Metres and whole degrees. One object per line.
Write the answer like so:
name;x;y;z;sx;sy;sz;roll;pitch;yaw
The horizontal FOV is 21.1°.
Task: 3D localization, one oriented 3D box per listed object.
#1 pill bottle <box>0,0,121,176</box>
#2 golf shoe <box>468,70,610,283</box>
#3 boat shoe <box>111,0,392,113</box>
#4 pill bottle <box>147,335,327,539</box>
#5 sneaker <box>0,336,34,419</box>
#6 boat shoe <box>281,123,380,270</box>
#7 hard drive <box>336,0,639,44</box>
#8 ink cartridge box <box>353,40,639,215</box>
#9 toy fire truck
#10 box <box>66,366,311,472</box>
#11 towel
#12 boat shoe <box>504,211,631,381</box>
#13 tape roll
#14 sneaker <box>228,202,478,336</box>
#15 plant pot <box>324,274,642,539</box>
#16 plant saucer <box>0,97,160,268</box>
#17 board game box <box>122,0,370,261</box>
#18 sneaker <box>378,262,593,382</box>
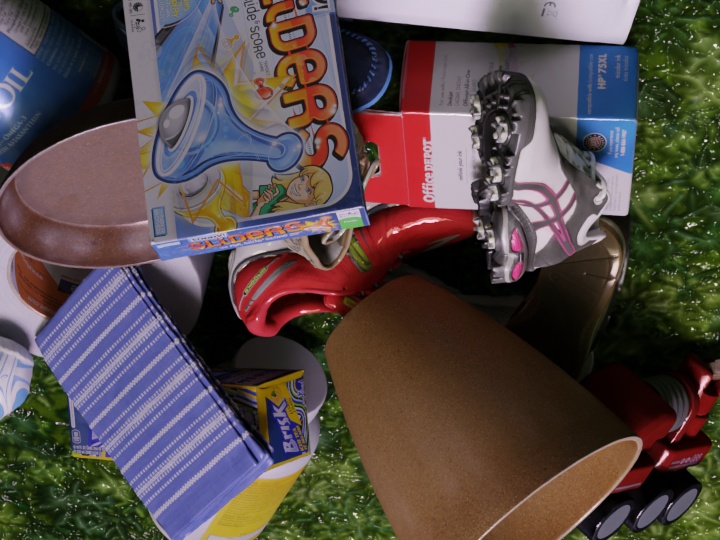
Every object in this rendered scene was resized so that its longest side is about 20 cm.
pill bottle;-0.274;-0.155;1.328;0.200;0.112;0.112;34;131;-24
golf shoe;0.118;-0.070;1.274;0.088;0.077;0.200;-12;150;-3
boat shoe;-0.080;-0.143;1.297;0.199;0.084;0.069;5;163;21
pill bottle;-0.100;0.144;1.612;0.112;0.112;0.200;20;135;-12
sneaker;-0.321;0.090;1.576;0.072;0.073;0.200;32;165;-19
boat shoe;-0.021;-0.049;1.314;0.063;0.073;0.200;49;169;4
hard drive;0.090;-0.210;1.251;0.199;0.025;0.132;4;137;-9
ink cartridge box;0.090;-0.099;1.346;0.199;0.067;0.116;3;148;6
toy fire truck;0.242;0.110;1.496;0.176;0.129;0.200;-1;128;-53
box;-0.137;0.113;1.514;0.200;0.064;0.070;0;98;37
towel;-0.158;0.096;1.467;0.200;0.024;0.145;54;131;9
boat shoe;0.153;0.033;1.438;0.072;0.066;0.201;35;129;16
tape roll;-0.215;-0.013;1.501;0.200;0.066;0.201;4;136;4
sneaker;0.000;0.000;1.444;0.200;0.085;0.077;-19;152;11
plant pot;0.068;0.106;1.391;0.200;0.186;0.187;51;138;20
plant saucer;-0.154;-0.064;1.329;0.200;0.035;0.200;-11;154;-6
board game box;-0.074;-0.115;1.216;0.135;0.201;0.034;-10;162;3
sneaker;0.085;0.062;1.517;0.199;0.082;0.075;15;136;-7
